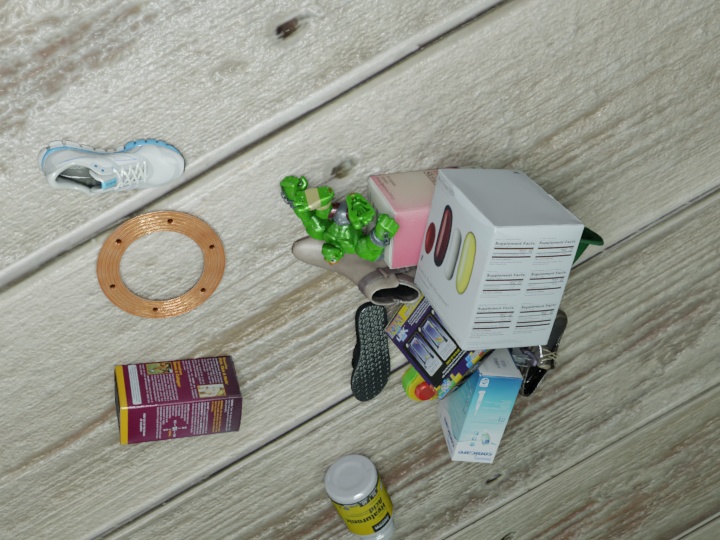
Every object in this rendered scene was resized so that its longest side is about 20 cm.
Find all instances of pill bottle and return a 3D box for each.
[{"bbox_3d":[0.006,0.480,1.724,0.111,0.111,0.200,-25,130,-3],"label":"pill bottle"}]

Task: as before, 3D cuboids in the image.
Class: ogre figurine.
[{"bbox_3d":[-0.028,-0.072,1.298,0.200,0.098,0.120,6,147,13],"label":"ogre figurine"}]

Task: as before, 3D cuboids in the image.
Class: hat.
[{"bbox_3d":[0.318,-0.002,1.460,0.200,0.166,0.176,2,114,-44],"label":"hat"}]

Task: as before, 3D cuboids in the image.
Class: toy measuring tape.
[{"bbox_3d":[0.094,0.195,1.586,0.074,0.074,0.200,-38,129,7],"label":"toy measuring tape"}]

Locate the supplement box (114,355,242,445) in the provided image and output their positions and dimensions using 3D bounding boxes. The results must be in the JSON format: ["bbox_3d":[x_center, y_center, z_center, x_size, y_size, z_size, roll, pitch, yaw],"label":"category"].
[{"bbox_3d":[-0.309,0.217,1.412,0.200,0.110,0.086,-3,125,-20],"label":"supplement box"}]

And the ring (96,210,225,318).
[{"bbox_3d":[-0.312,-0.009,1.311,0.200,0.019,0.201,-11,126,-15],"label":"ring"}]

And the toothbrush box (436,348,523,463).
[{"bbox_3d":[0.214,0.231,1.537,0.085,0.146,0.200,7,118,-12],"label":"toothbrush box"}]

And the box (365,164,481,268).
[{"bbox_3d":[0.122,-0.090,1.356,0.200,0.128,0.109,-9,125,-17],"label":"box"}]

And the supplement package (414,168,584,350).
[{"bbox_3d":[0.194,-0.021,1.230,0.147,0.191,0.200,-2,121,-21],"label":"supplement package"}]

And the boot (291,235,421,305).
[{"bbox_3d":[0.000,0.000,1.359,0.200,0.146,0.070,-2,126,-20],"label":"boot"}]

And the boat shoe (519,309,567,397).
[{"bbox_3d":[0.366,0.170,1.672,0.074,0.073,0.200,7,120,-26],"label":"boat shoe"}]

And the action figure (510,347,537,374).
[{"bbox_3d":[0.236,0.167,1.624,0.200,0.069,0.130,9,126,-23],"label":"action figure"}]

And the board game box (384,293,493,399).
[{"bbox_3d":[0.144,0.102,1.422,0.057,0.165,0.200,-25,159,-38],"label":"board game box"}]

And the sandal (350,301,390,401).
[{"bbox_3d":[0.017,0.147,1.541,0.075,0.048,0.201,-3,112,-19],"label":"sandal"}]

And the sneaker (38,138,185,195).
[{"bbox_3d":[-0.343,-0.134,1.168,0.200,0.087,0.075,-6,124,-20],"label":"sneaker"}]
